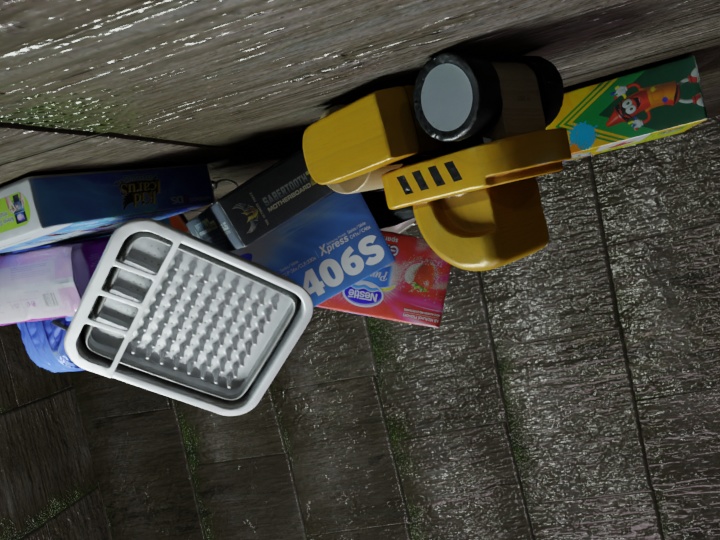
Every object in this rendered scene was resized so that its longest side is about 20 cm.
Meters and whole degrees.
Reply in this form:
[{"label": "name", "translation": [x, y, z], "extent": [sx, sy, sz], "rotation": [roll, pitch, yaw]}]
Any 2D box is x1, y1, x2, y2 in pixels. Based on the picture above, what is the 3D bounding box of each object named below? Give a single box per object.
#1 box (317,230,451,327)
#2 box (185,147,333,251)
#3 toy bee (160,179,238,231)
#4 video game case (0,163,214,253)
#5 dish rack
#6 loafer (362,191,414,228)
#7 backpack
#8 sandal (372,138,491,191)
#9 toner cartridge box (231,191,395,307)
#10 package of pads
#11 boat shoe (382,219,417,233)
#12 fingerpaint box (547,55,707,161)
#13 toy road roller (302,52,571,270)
[{"label": "box", "translation": [0.000, 0.000, 0.823], "extent": [0.197, 0.101, 0.095], "rotation": [11, 180, -11]}, {"label": "box", "translation": [-0.087, -0.076, 0.707], "extent": [0.157, 0.051, 0.200], "rotation": [-35, -170, -19]}, {"label": "toy bee", "translation": [-0.255, -0.042, 0.885], "extent": [0.199, 0.133, 0.108], "rotation": [-27, -145, -31]}, {"label": "video game case", "translation": [-0.273, -0.056, 0.669], "extent": [0.179, 0.046, 0.199], "rotation": [-10, -175, 33]}, {"label": "dish rack", "translation": [-0.162, 0.044, 0.670], "extent": [0.198, 0.173, 0.044], "rotation": [25, -158, -22]}, {"label": "loafer", "translation": [0.055, -0.091, 0.807], "extent": [0.199, 0.069, 0.070], "rotation": [-6, -168, 44]}, {"label": "backpack", "translation": [-0.382, 0.034, 0.938], "extent": [0.161, 0.203, 0.167], "rotation": [-15, -176, -41]}, {"label": "sandal", "translation": [0.074, -0.122, 0.687], "extent": [0.198, 0.046, 0.075], "rotation": [-18, 136, 27]}, {"label": "toner cartridge box", "translation": [-0.071, -0.005, 0.735], "extent": [0.198, 0.096, 0.043], "rotation": [-30, -171, 1]}, {"label": "package of pads", "translation": [-0.329, 0.013, 0.745], "extent": [0.197, 0.077, 0.120], "rotation": [-8, -174, 25]}, {"label": "boat shoe", "translation": [0.094, -0.111, 1.042], "extent": [0.200, 0.072, 0.060], "rotation": [-41, -129, -5]}, {"label": "fingerpaint box", "translation": [0.311, -0.187, 0.844], "extent": [0.165, 0.075, 0.200], "rotation": [-13, -177, 21]}, {"label": "toy road roller", "translation": [0.063, -0.073, 0.536], "extent": [0.198, 0.148, 0.122], "rotation": [-10, -176, 45]}]
